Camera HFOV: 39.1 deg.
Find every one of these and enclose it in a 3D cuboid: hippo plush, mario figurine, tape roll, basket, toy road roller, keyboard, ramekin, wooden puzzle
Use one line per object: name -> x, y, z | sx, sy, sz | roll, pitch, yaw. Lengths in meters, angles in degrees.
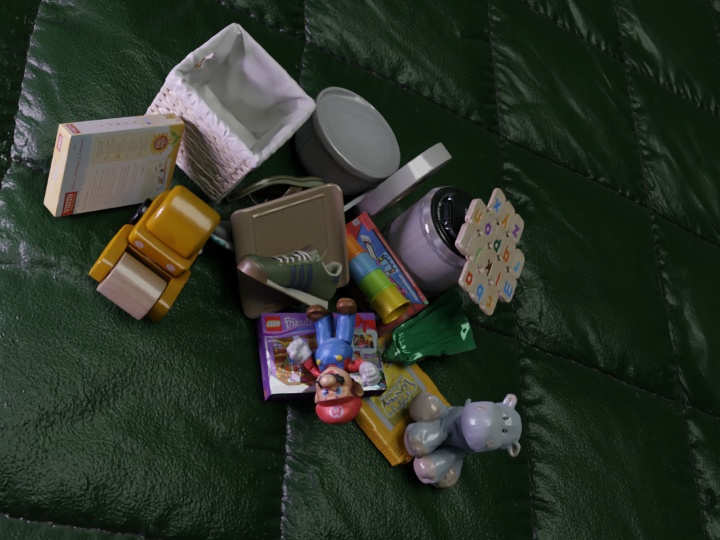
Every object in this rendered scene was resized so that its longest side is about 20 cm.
hippo plush -> 0.186, 0.283, 1.673 | 0.200, 0.160, 0.160 | 16, 73, -49
mario figurine -> -0.042, 0.137, 1.551 | 0.106, 0.123, 0.201 | 14, 56, -31
tape roll -> 0.077, -0.158, 1.841 | 0.037, 0.203, 0.203 | 53, 45, 1
basket -> -0.220, -0.254, 1.647 | 0.200, 0.161, 0.198 | 46, 46, -9
toy road roller -> -0.294, -0.038, 1.505 | 0.123, 0.146, 0.200 | 38, 47, -15
keyboard -> -0.005, -0.128, 1.858 | 0.200, 0.056, 0.011 | -35, 93, -45
ramekin -> -0.030, -0.229, 1.856 | 0.202, 0.094, 0.203 | 27, 43, -29
wooden puzzle -> -0.114, -0.034, 1.648 | 0.200, 0.037, 0.186 | -18, 116, -30

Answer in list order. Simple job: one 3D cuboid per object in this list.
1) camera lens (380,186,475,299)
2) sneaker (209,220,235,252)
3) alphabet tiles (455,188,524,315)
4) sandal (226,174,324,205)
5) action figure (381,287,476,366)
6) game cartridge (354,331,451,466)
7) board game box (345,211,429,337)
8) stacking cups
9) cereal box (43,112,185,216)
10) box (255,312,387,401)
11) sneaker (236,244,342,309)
camera lens -> 0.129, -0.044, 1.815 | 0.160, 0.200, 0.160 | 19, 54, -29
sneaker -> -0.168, -0.072, 1.657 | 0.200, 0.078, 0.092 | 10, 104, -41
alphabet tiles -> 0.226, -0.032, 1.746 | 0.200, 0.015, 0.196 | 45, 59, -44
sandal -> -0.136, -0.128, 1.741 | 0.201, 0.080, 0.058 | -5, 82, -41
action figure -> 0.111, 0.116, 1.769 | 0.200, 0.055, 0.118 | -22, 86, -41
game cartridge -> 0.051, 0.209, 1.721 | 0.200, 0.032, 0.176 | 50, 45, -2
board game box -> 0.021, 0.006, 1.760 | 0.103, 0.019, 0.200 | -34, 75, -2
stacking cups -> 0.000, 0.000, 1.726 | 0.060, 0.061, 0.200 | -23, 66, -44
cereal box -> -0.368, -0.161, 1.522 | 0.200, 0.144, 0.040 | -14, 47, -44
box -> -0.063, 0.137, 1.633 | 0.199, 0.039, 0.137 | 1, 64, -23
sneaker -> -0.104, -0.007, 1.598 | 0.200, 0.067, 0.090 | 29, 91, -46
